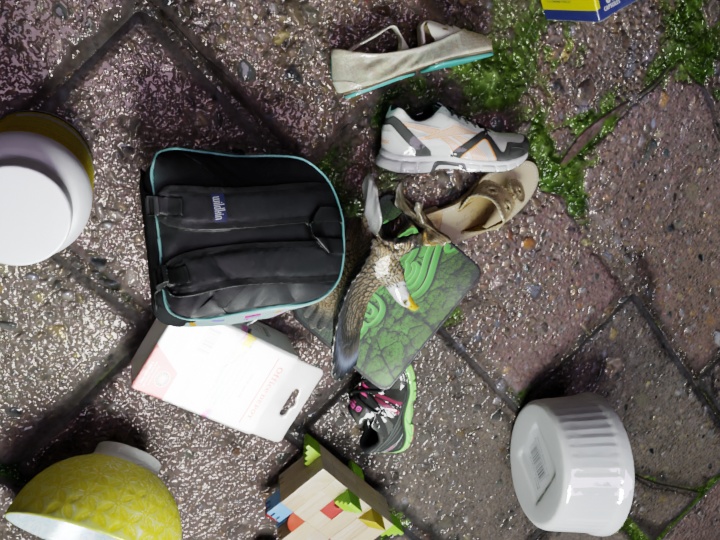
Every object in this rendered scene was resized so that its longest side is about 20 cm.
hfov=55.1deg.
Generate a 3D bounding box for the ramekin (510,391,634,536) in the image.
[{"bbox_3d":[0.296,0.278,0.998,0.097,0.201,0.202,2,110,-13],"label":"ramekin"}]

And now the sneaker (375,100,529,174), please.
[{"bbox_3d":[0.116,-0.159,0.823,0.198,0.074,0.081,-4,110,-20],"label":"sneaker"}]

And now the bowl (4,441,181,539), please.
[{"bbox_3d":[-0.289,0.265,0.802,0.200,0.199,0.108,38,51,-28],"label":"bowl"}]

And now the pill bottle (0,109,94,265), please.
[{"bbox_3d":[-0.300,-0.076,0.624,0.110,0.200,0.112,-7,113,-18],"label":"pill bottle"}]

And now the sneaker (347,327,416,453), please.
[{"bbox_3d":[0.025,0.165,0.914,0.083,0.077,0.202,-13,113,-20],"label":"sneaker"}]

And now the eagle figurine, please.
[{"bbox_3d":[0.005,0.006,0.776,0.200,0.152,0.151,-39,77,5],"label":"eagle figurine"}]

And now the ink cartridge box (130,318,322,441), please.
[{"bbox_3d":[-0.158,0.115,0.829,0.199,0.068,0.117,30,98,-26],"label":"ink cartridge box"}]

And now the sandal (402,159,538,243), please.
[{"bbox_3d":[0.155,-0.069,0.874,0.210,0.070,0.078,-26,117,-10],"label":"sandal"}]

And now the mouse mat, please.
[{"bbox_3d":[0.032,0.028,0.859,0.161,0.008,0.200,39,93,1],"label":"mouse mat"}]

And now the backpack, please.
[{"bbox_3d":[-0.122,-0.033,0.720,0.198,0.153,0.178,-7,84,-20],"label":"backpack"}]

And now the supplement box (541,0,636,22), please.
[{"bbox_3d":[0.251,-0.394,0.761,0.108,0.110,0.201,-30,117,-7],"label":"supplement box"}]

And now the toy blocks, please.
[{"bbox_3d":[-0.056,0.334,0.949,0.136,0.100,0.200,-39,117,9],"label":"toy blocks"}]

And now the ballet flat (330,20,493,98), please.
[{"bbox_3d":[0.060,-0.248,0.773,0.198,0.067,0.063,-20,106,-13],"label":"ballet flat"}]
